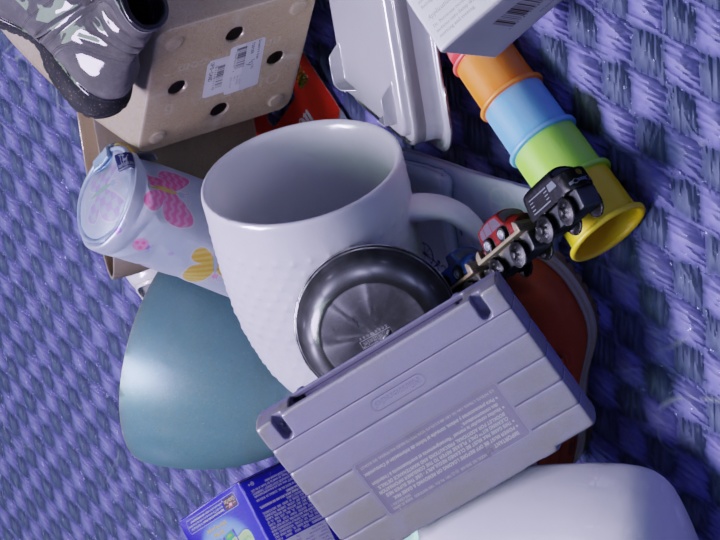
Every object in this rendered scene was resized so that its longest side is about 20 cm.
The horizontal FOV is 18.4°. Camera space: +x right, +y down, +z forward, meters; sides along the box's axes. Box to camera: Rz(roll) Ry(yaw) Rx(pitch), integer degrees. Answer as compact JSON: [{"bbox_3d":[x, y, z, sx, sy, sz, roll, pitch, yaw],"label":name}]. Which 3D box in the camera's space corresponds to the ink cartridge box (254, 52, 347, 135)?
[{"bbox_3d":[-0.043,-0.063,1.802,0.201,0.047,0.160,59,150,10],"label":"ink cartridge box"}]

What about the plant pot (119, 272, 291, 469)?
[{"bbox_3d":[-0.098,0.084,1.891,0.134,0.200,0.201,14,129,20],"label":"plant pot"}]

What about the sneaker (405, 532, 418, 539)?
[{"bbox_3d":[0.065,0.183,1.774,0.201,0.073,0.118,64,158,8],"label":"sneaker"}]

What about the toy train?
[{"bbox_3d":[0.099,-0.018,1.482,0.200,0.034,0.046,-44,65,55],"label":"toy train"}]

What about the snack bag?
[{"bbox_3d":[0.071,0.004,1.643,0.199,0.021,0.190,19,129,36],"label":"snack bag"}]

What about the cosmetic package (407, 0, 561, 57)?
[{"bbox_3d":[0.053,-0.248,1.421,0.107,0.085,0.201,-37,74,26],"label":"cosmetic package"}]

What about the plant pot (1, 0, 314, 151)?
[{"bbox_3d":[-0.141,-0.210,1.677,0.178,0.199,0.200,57,151,27],"label":"plant pot"}]

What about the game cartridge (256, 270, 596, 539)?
[{"bbox_3d":[0.045,0.101,1.507,0.130,0.199,0.038,52,-162,-21],"label":"game cartridge"}]

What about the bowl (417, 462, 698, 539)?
[{"bbox_3d":[0.143,0.232,1.561,0.198,0.075,0.201,-7,124,23],"label":"bowl"}]

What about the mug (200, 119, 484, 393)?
[{"bbox_3d":[0.000,0.000,1.600,0.148,0.198,0.176,-78,-22,-56],"label":"mug"}]

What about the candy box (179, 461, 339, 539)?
[{"bbox_3d":[-0.072,0.293,2.093,0.201,0.077,0.169,64,150,6],"label":"candy box"}]

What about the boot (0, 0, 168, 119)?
[{"bbox_3d":[-0.215,-0.214,1.563,0.200,0.070,0.132,41,143,8],"label":"boot"}]

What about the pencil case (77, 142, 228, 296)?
[{"bbox_3d":[-0.121,-0.031,1.714,0.083,0.199,0.091,-52,36,26],"label":"pencil case"}]

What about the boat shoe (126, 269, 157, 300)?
[{"bbox_3d":[-0.158,0.017,1.962,0.200,0.070,0.070,22,-130,-80],"label":"boat shoe"}]

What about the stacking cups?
[{"bbox_3d":[0.114,-0.104,1.499,0.201,0.060,0.061,58,151,18],"label":"stacking cups"}]

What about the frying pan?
[{"bbox_3d":[0.015,0.074,1.532,0.031,0.114,0.191,-85,-11,-71],"label":"frying pan"}]

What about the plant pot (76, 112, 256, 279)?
[{"bbox_3d":[-0.157,-0.104,1.827,0.200,0.133,0.202,170,90,-79],"label":"plant pot"}]

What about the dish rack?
[{"bbox_3d":[0.006,-0.190,1.583,0.172,0.043,0.201,-133,30,-63],"label":"dish rack"}]

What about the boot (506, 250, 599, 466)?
[{"bbox_3d":[0.117,0.079,1.566,0.075,0.107,0.201,10,125,28],"label":"boot"}]
